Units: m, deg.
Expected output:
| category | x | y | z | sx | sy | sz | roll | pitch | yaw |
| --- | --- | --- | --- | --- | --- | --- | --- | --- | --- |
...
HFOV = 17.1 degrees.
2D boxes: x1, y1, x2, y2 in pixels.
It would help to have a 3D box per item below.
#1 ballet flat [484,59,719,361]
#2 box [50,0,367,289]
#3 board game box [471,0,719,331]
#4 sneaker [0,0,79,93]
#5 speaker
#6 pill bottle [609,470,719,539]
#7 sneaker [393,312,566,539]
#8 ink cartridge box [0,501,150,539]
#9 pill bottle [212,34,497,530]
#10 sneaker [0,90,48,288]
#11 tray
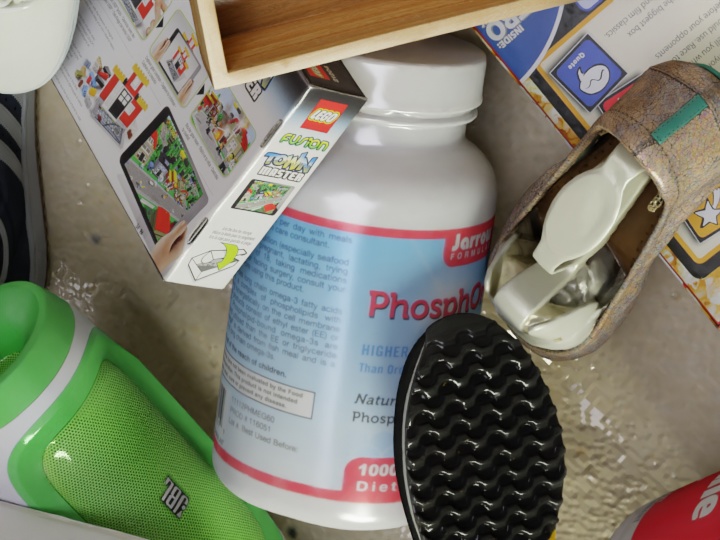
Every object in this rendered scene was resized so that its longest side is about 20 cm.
| category | x | y | z | sx | sy | sz | roll | pitch | yaw |
| --- | --- | --- | --- | --- | --- | --- | --- | --- | --- |
| ballet flat | 0.086 | -0.012 | 0.967 | 0.068 | 0.067 | 0.200 | 42 | 144 | 12 |
| box | -0.082 | -0.102 | 1.006 | 0.110 | 0.035 | 0.200 | -50 | 53 | 27 |
| board game box | 0.144 | -0.100 | 0.982 | 0.151 | 0.046 | 0.200 | -39 | 89 | 22 |
| sneaker | -0.145 | -0.137 | 0.942 | 0.073 | 0.071 | 0.201 | -9 | 138 | -9 |
| speaker | -0.107 | 0.096 | 1.049 | 0.088 | 0.089 | 0.200 | -24 | 126 | 22 |
| pill bottle | 0.192 | 0.119 | 0.945 | 0.113 | 0.112 | 0.200 | 56 | 141 | -1 |
| sneaker | 0.049 | 0.116 | 1.000 | 0.070 | 0.090 | 0.201 | -16 | 96 | -16 |
| ink cartridge box | -0.119 | 0.216 | 1.023 | 0.125 | 0.129 | 0.201 | 13 | 141 | 12 |
| pill bottle | 0.000 | 0.000 | 1.022 | 0.108 | 0.109 | 0.201 | 12 | 108 | 15 |
| sneaker | -0.194 | -0.061 | 1.071 | 0.070 | 0.108 | 0.201 | -5 | 102 | 19 |
| tray | 0.030 | -0.142 | 0.902 | 0.199 | 0.037 | 0.099 | -14 | 124 | -7 |
